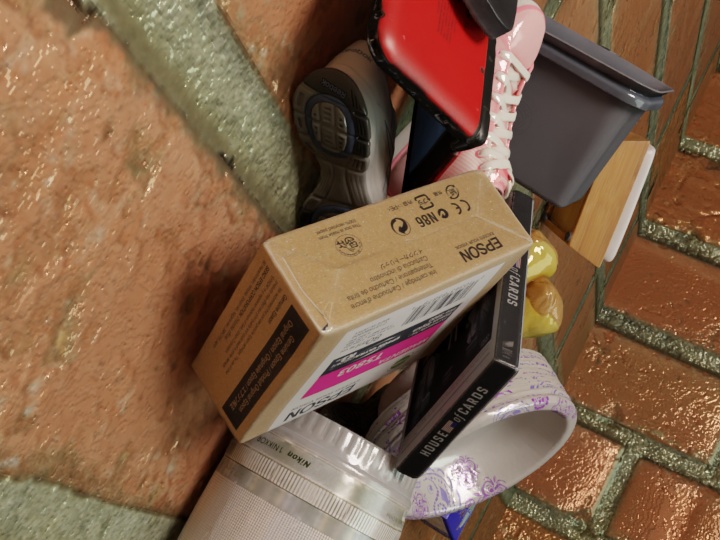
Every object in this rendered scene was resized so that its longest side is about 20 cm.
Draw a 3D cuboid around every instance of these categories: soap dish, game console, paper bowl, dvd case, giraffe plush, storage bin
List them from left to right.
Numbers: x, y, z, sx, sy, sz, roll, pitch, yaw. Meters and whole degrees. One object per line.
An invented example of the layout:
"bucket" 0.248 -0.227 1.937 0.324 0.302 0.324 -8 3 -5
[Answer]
"game console" 0.036 -0.174 0.707 0.172 0.118 0.201 34 54 -41
"giraffe plush" 0.089 0.014 0.976 0.200 0.173 0.162 -43 153 11
"paper bowl" 0.097 0.143 0.935 0.200 0.105 0.201 -19 147 -12
"dvd case" 0.085 0.047 0.778 0.151 0.025 0.200 -57 -168 40
"storage bin" 0.166 -0.159 0.913 0.135 0.200 0.145 -61 163 23
"soap dish" 0.356 -0.124 1.489 0.157 0.081 0.201 -114 -139 -68

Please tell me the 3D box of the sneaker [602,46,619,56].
"sneaker" 0.312 -0.230 1.342 0.147 0.077 0.202 -66 159 9

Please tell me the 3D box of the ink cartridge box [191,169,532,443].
"ink cartridge box" 0.000 0.024 0.689 0.199 0.075 0.165 -22 159 -36

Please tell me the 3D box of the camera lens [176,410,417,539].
"camera lens" -0.060 0.222 0.793 0.201 0.159 0.160 -61 159 -12

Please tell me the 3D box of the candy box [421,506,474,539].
"candy box" 0.157 0.333 1.588 0.170 0.077 0.200 -58 160 -18

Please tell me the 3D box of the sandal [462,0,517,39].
"sandal" 0.099 -0.250 0.677 0.076 0.043 0.201 37 53 -39

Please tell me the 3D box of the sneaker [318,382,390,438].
"sneaker" -0.002 0.179 1.028 0.200 0.070 0.076 -11 139 -58

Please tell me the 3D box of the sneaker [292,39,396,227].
"sneaker" 0.001 -0.081 0.743 0.201 0.074 0.087 93 23 -47

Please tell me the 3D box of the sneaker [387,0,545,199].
"sneaker" 0.106 -0.120 0.803 0.201 0.105 0.075 -52 145 8
